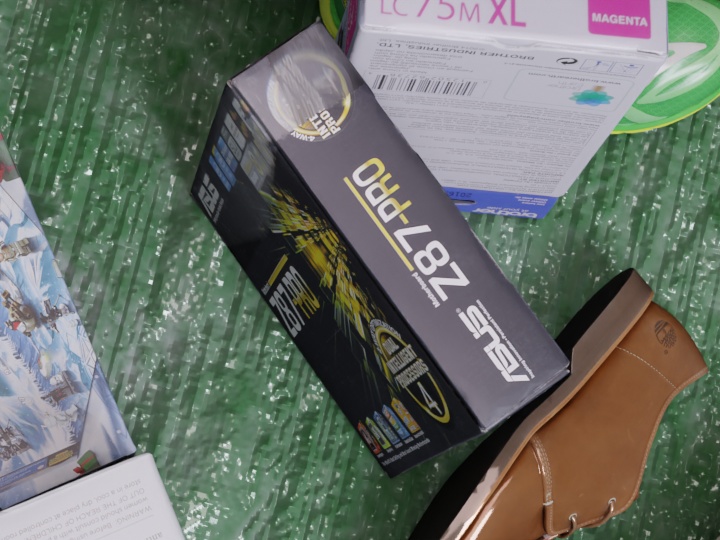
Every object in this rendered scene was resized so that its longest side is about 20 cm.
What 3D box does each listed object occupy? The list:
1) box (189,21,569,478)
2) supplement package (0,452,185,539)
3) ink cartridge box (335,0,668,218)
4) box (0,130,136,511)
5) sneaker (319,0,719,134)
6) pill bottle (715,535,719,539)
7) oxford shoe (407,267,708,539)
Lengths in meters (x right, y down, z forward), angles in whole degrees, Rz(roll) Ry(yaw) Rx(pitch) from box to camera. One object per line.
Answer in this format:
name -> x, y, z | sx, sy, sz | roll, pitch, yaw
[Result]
box -> 0.000, 0.000, 0.840 | 0.049, 0.200, 0.162 | -33, 87, -13
supplement package -> -0.102, 0.191, 0.839 | 0.116, 0.117, 0.201 | -22, 84, -11
ink cartridge box -> 0.045, -0.073, 0.861 | 0.118, 0.200, 0.042 | 5, 71, -7
box -> -0.197, 0.015, 0.892 | 0.136, 0.040, 0.201 | -22, 85, -12
sneaker -> 0.081, -0.110, 0.928 | 0.198, 0.084, 0.075 | 8, 80, -7
pill bottle -> 0.194, 0.154, 0.889 | 0.109, 0.109, 0.200 | 43, 78, 0
oxford shoe -> 0.082, 0.094, 0.905 | 0.071, 0.071, 0.200 | 43, 77, -5
